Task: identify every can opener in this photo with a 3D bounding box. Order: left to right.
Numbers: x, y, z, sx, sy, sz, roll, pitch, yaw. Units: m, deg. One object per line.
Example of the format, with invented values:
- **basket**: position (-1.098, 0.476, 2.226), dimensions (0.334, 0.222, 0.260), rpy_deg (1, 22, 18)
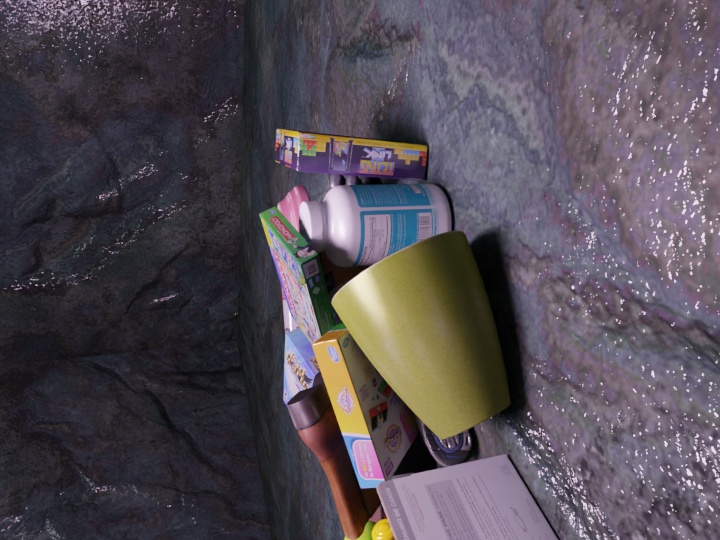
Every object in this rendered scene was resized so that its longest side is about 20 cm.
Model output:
- **can opener**: position (-0.011, -0.151, 0.969), dimensions (0.200, 0.053, 0.068), rpy_deg (23, -105, -82)

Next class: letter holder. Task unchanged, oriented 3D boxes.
- **letter holder**: position (0.050, 0.312, 0.912), dimensions (0.142, 0.099, 0.203), rpy_deg (150, 115, -71)

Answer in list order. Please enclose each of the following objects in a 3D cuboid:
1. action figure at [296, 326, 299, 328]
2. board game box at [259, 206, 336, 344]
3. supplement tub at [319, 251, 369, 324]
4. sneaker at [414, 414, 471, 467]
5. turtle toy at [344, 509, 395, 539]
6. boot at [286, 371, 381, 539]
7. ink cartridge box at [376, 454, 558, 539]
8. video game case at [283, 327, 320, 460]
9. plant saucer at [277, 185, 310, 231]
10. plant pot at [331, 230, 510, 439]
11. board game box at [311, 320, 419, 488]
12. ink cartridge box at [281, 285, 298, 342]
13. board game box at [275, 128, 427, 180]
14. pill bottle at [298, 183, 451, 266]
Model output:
- **action figure**: position (-0.049, 0.045, 1.102), dimensions (0.054, 0.201, 0.118), rpy_deg (34, 176, 21)
- **board game box**: position (-0.081, 0.026, 0.789), dimensions (0.135, 0.029, 0.202), rpy_deg (45, 154, 44)
- **supplement tub**: position (0.000, 0.000, 0.925), dimensions (0.145, 0.143, 0.202), rpy_deg (119, 143, -58)
- **sneaker**: position (0.096, 0.186, 0.801), dimensions (0.087, 0.073, 0.202), rpy_deg (94, 167, -57)
- **turtle toy**: position (0.067, 0.373, 0.762), dimensions (0.101, 0.198, 0.147), rpy_deg (-86, -24, -70)
- **boot**: position (-0.003, 0.234, 0.788), dimensions (0.202, 0.068, 0.188), rpy_deg (65, -155, -4)
- **ink cartridge box**: position (0.119, 0.314, 0.588), dimensions (0.201, 0.173, 0.085), rpy_deg (-117, 30, -50)
- **video game case**: position (-0.071, 0.229, 0.956), dimensions (0.200, 0.045, 0.183), rpy_deg (48, 142, 38)
- **plant saucer**: position (-0.105, -0.038, 0.933), dimensions (0.200, 0.050, 0.203), rpy_deg (172, 90, -79)
- **plant pot**: position (0.090, 0.088, 0.670), dimensions (0.202, 0.185, 0.187), rpy_deg (64, 156, 13)
- **board game box**: position (0.015, 0.164, 0.765), dimensions (0.153, 0.040, 0.202), rpy_deg (-30, -76, -63)
- **ink cartridge box**: position (-0.091, 0.114, 1.215), dimensions (0.083, 0.145, 0.203), rpy_deg (171, 95, -72)
- **board game box**: position (-0.020, -0.180, 0.864), dimensions (0.165, 0.197, 0.057), rpy_deg (-139, 52, -65)
- **pill bottle**: position (0.018, -0.063, 0.776), dimensions (0.111, 0.197, 0.112), rpy_deg (177, 90, -71)
